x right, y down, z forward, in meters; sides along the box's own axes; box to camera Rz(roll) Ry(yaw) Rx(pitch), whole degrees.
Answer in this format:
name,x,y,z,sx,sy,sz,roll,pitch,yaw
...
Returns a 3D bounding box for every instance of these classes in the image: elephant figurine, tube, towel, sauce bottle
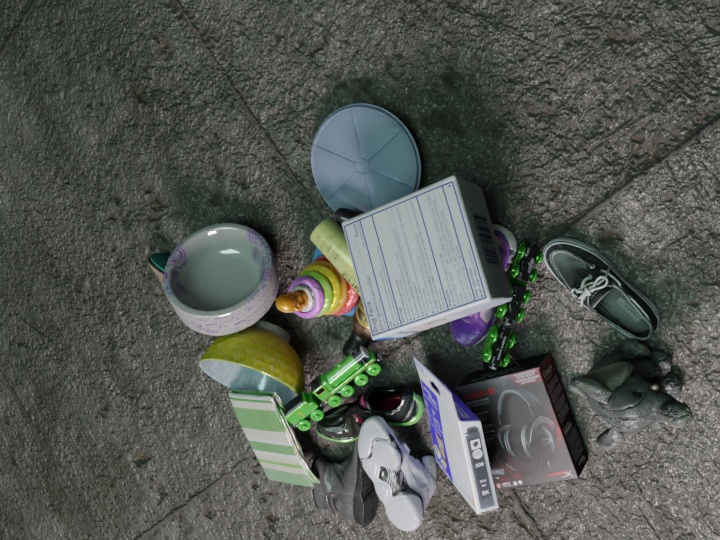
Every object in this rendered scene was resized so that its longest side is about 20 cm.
name,x,y,z,sx,sy,sz,roll,pitch,yaw
elephant figurine,0.366,0.179,1.093,0.141,0.199,0.156,36,117,16
tube,0.000,0.000,1.275,0.200,0.052,0.058,47,163,14
towel,-0.164,0.310,1.464,0.151,0.023,0.202,-6,114,46
sauce bottle,0.027,0.065,1.332,0.064,0.065,0.202,33,116,18

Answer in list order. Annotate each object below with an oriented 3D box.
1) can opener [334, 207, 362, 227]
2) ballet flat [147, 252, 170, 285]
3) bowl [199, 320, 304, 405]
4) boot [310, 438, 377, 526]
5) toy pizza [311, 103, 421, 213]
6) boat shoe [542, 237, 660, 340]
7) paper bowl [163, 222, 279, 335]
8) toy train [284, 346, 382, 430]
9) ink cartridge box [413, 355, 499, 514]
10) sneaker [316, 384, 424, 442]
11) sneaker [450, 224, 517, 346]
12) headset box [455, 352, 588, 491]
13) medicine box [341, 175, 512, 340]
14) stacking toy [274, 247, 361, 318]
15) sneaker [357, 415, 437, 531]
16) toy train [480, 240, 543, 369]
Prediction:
name,x,y,z,sx,sy,sz,roll,pitch,yaw
can opener,0.050,-0.057,1.282,0.198,0.064,0.079,17,69,15
ballet flat,-0.335,0.030,1.523,0.198,0.068,0.068,23,115,23
bowl,-0.181,0.157,1.430,0.198,0.201,0.109,7,62,27
boot,-0.035,0.361,1.439,0.130,0.069,0.203,11,102,33
toy pizza,0.010,-0.174,1.297,0.198,0.032,0.203,9,113,23
boat shoe,0.343,0.029,1.145,0.199,0.068,0.074,46,119,12
paper bowl,-0.243,0.024,1.410,0.199,0.201,0.105,25,152,21
toy train,-0.049,0.198,1.342,0.200,0.042,0.056,-41,117,13
ink cartridge box,0.147,0.246,1.239,0.043,0.198,0.203,-16,104,-9
sneaker,0.010,0.235,1.356,0.198,0.077,0.084,-20,130,16
sneaker,0.177,0.029,1.227,0.080,0.088,0.202,22,113,21
headset box,0.251,0.230,1.242,0.148,0.077,0.202,-18,94,31
medicine box,0.095,-0.014,1.156,0.198,0.103,0.184,-21,78,27
stacking toy,-0.078,0.038,1.304,0.115,0.200,0.111,23,112,21
sneaker,0.066,0.327,1.341,0.074,0.115,0.202,-19,96,31
toy train,0.229,0.052,1.199,0.041,0.056,0.202,17,92,-7
